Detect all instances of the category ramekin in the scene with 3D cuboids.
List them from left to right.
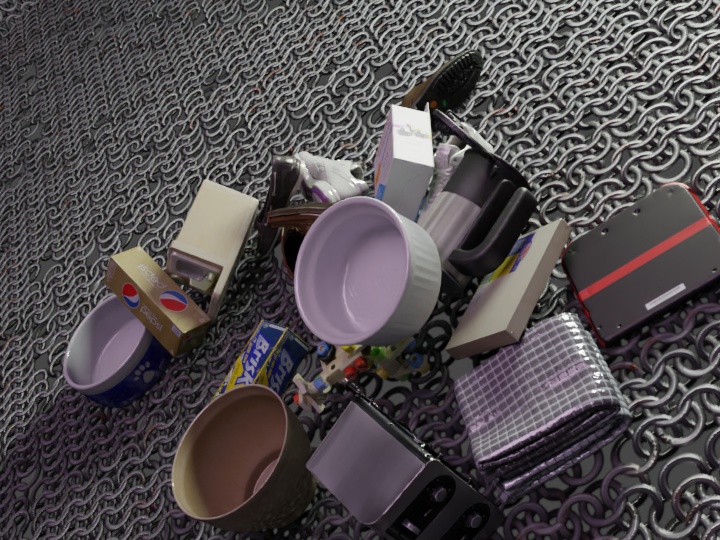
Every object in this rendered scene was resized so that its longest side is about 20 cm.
[{"bbox_3d":[0.014,0.009,1.440,0.200,0.097,0.202,-12,71,38],"label":"ramekin"}]

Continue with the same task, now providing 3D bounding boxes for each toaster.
[{"bbox_3d":[0.048,0.257,1.292,0.119,0.181,0.200,-50,40,-5],"label":"toaster"}]

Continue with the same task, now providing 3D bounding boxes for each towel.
[{"bbox_3d":[0.213,0.163,1.306,0.199,0.086,0.166,-34,40,14],"label":"towel"}]

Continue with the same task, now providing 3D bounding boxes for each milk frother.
[{"bbox_3d":[0.127,-0.097,1.497,0.189,0.200,0.180,-55,11,-13],"label":"milk frother"}]

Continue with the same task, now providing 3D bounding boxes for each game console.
[{"bbox_3d":[0.368,-0.011,1.371,0.199,0.031,0.177,-33,45,15],"label":"game console"}]

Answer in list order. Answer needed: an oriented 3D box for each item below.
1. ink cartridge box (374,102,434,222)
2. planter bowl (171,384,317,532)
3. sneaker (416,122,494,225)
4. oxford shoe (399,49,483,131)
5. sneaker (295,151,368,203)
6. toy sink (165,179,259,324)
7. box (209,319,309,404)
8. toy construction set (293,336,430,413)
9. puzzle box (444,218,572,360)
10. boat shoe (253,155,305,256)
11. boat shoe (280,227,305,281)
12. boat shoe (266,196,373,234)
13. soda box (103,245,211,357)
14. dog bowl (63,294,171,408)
[{"bbox_3d":[0.066,-0.179,1.678,0.201,0.067,0.116,-89,14,-52],"label":"ink cartridge box"},{"bbox_3d":[-0.144,0.279,1.476,0.199,0.135,0.201,-23,44,24],"label":"planter bowl"},{"bbox_3d":[0.128,-0.135,1.625,0.075,0.100,0.201,10,65,43],"label":"sneaker"},{"bbox_3d":[0.122,-0.304,1.798,0.200,0.073,0.084,-43,35,1],"label":"oxford shoe"},{"bbox_3d":[-0.051,-0.155,1.825,0.099,0.075,0.200,-26,36,-12],"label":"sneaker"},{"bbox_3d":[-0.265,-0.031,1.823,0.130,0.111,0.201,116,173,-63],"label":"toy sink"},{"bbox_3d":[-0.165,0.179,1.635,0.070,0.064,0.201,13,67,46],"label":"box"},{"bbox_3d":[-0.005,0.136,1.523,0.199,0.092,0.131,-26,42,5],"label":"toy construction set"},{"bbox_3d":[0.199,0.025,1.419,0.133,0.025,0.200,-27,26,56],"label":"puzzle box"},{"bbox_3d":[-0.152,-0.113,1.810,0.067,0.057,0.201,-95,26,-53],"label":"boat shoe"},{"bbox_3d":[-0.098,-0.038,1.761,0.070,0.070,0.200,-39,38,12],"label":"boat shoe"},{"bbox_3d":[-0.066,-0.074,1.696,0.199,0.068,0.072,-2,12,34],"label":"boat shoe"},{"bbox_3d":[-0.349,0.051,1.816,0.200,0.068,0.064,44,131,19],"label":"soda box"},{"bbox_3d":[-0.429,0.141,1.886,0.199,0.079,0.201,-23,44,24],"label":"dog bowl"}]
